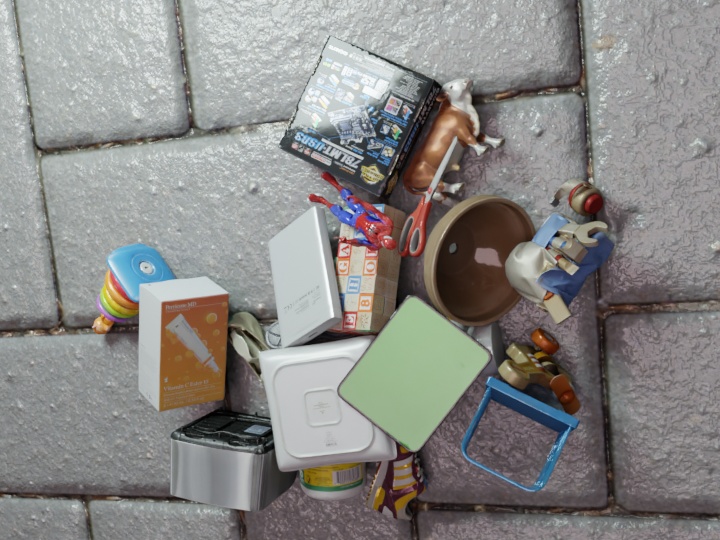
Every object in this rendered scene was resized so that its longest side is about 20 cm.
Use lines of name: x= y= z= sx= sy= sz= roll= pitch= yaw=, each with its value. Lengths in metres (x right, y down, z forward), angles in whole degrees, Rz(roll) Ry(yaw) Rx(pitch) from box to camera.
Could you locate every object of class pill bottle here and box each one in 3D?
pill bottle: x=0.121 y=0.133 z=1.411 sx=0.200 sy=0.113 sz=0.113 roll=-9 pitch=96 yaw=20
pill bottle: x=-0.050 y=0.268 z=1.482 sx=0.113 sy=0.113 sz=0.200 roll=0 pitch=99 yaw=18

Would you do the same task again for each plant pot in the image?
plant pot: x=0.166 y=-0.022 z=1.358 sx=0.093 sy=0.201 sz=0.201 roll=26 pitch=111 yaw=55

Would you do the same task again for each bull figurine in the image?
bull figurine: x=0.143 y=-0.194 z=1.370 sx=0.121 sy=0.065 sz=0.200 roll=40 pitch=113 yaw=26

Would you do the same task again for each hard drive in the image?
hard drive: x=-0.092 y=0.013 z=1.438 sx=0.132 sy=0.027 sz=0.200 roll=-34 pitch=56 yaw=38

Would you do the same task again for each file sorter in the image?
file sorter: x=0.231 y=0.253 z=1.331 sx=0.139 sy=0.200 sz=0.123 roll=25 pitch=81 yaw=13

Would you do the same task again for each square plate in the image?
square plate: x=-0.055 y=0.213 z=1.397 sx=0.200 sy=0.028 sz=0.198 roll=-10 pitch=90 yaw=15

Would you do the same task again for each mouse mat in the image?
mouse mat: x=0.080 y=0.157 z=1.351 sx=0.161 sy=0.008 sz=0.200 roll=38 pitch=96 yaw=5

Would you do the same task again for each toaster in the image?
toaster: x=-0.213 y=0.317 z=1.508 sx=0.181 sy=0.200 sz=0.119 roll=5 pitch=96 yaw=17

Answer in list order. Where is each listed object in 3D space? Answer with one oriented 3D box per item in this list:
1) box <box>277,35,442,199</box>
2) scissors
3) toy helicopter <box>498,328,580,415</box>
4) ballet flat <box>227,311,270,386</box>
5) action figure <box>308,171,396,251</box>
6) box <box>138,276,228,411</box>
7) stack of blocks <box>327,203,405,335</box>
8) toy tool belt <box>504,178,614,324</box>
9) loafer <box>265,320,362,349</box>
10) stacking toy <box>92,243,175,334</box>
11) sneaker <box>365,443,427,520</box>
box: x=-0.003 y=-0.241 z=1.395 sx=0.200 sy=0.050 sz=0.199 roll=27 pitch=98 yaw=20
scissors: x=0.100 y=-0.112 z=1.357 sx=0.014 sy=0.073 sz=0.200 roll=12 pitch=99 yaw=-23
toy helicopter: x=0.264 y=0.159 z=1.321 sx=0.132 sy=0.200 sz=0.079 roll=46 pitch=110 yaw=25
ballet flat: x=-0.168 y=0.161 z=1.537 sx=0.069 sy=0.069 sz=0.200 roll=-41 pitch=85 yaw=20
action figure: x=-0.023 y=-0.090 z=1.358 sx=0.200 sy=0.099 sz=0.065 roll=40 pitch=104 yaw=38
box: x=-0.304 y=0.123 z=1.519 sx=0.097 sy=0.124 sz=0.200 roll=27 pitch=118 yaw=51
stack of blocks: x=0.000 y=0.000 z=1.415 sx=0.115 sy=0.059 sz=0.200 roll=0 pitch=78 yaw=40
toy tool belt: x=0.317 y=-0.024 z=1.307 sx=0.200 sy=0.125 sz=0.123 roll=-55 pitch=41 yaw=6
loafer: x=-0.060 y=0.099 z=1.503 sx=0.200 sy=0.063 sz=0.072 roll=-13 pitch=65 yaw=14
stacking toy: x=-0.430 y=0.052 z=1.599 sx=0.200 sy=0.116 sz=0.110 roll=-45 pitch=75 yaw=34
sneaker: x=0.078 y=0.323 z=1.484 sx=0.090 sy=0.075 sz=0.200 roll=20 pitch=111 yaw=6
